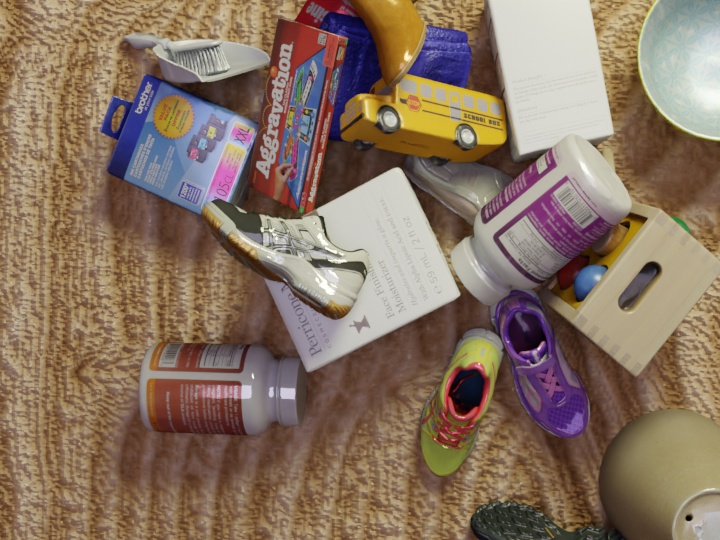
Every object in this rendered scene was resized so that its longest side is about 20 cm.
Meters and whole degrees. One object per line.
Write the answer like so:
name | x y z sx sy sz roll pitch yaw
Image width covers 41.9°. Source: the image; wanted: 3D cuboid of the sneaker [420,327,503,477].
sneaker | 0.116 0.173 1.151 0.077 0.090 0.204 16 112 6

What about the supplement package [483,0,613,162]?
supplement package | 0.222 -0.244 1.128 0.114 0.117 0.204 -11 91 7

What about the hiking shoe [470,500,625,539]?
hiking shoe | 0.228 0.353 1.165 0.196 0.074 0.088 13 122 20

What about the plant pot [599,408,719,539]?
plant pot | 0.384 0.272 1.083 0.183 0.200 0.192 0 92 5

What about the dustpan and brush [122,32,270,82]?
dustpan and brush | -0.228 -0.276 1.191 0.197 0.139 0.058 6 113 34

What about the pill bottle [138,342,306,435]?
pill bottle | -0.170 0.149 1.184 0.195 0.112 0.115 2 92 6

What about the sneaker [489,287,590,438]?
sneaker | 0.220 0.116 1.153 0.079 0.088 0.203 -26 90 5

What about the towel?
towel | 0.037 -0.221 1.121 0.196 0.049 0.151 1 110 -27

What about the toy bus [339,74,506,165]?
toy bus | 0.074 -0.174 1.084 0.197 0.065 0.080 7 74 -29

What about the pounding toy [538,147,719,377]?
pounding toy | 0.306 -0.018 1.106 0.141 0.184 0.201 37 95 -8

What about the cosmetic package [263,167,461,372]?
cosmetic package | 0.000 0.000 1.134 0.197 0.165 0.167 -27 87 6

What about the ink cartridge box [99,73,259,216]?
ink cartridge box | -0.231 -0.158 1.202 0.197 0.076 0.139 24 94 7

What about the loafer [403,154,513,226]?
loafer | 0.142 -0.094 1.174 0.198 0.063 0.073 34 66 -10

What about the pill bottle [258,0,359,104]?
pill bottle | -0.039 -0.270 1.158 0.111 0.112 0.202 34 95 4

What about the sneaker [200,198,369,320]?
sneaker | -0.080 -0.031 1.035 0.198 0.076 0.088 33 77 5

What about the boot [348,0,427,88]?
boot | 0.001 -0.298 1.020 0.143 0.204 0.071 30 133 -24

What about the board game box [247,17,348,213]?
board game box | -0.076 -0.179 1.089 0.102 0.019 0.204 27 112 38

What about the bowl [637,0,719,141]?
bowl | 0.422 -0.247 1.107 0.196 0.108 0.205 0 91 11

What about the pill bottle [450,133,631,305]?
pill bottle | 0.200 -0.051 1.075 0.199 0.112 0.113 -41 87 26
